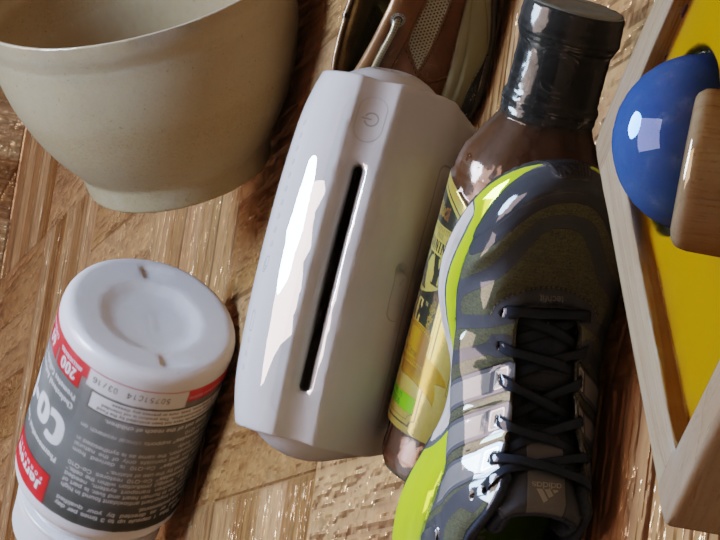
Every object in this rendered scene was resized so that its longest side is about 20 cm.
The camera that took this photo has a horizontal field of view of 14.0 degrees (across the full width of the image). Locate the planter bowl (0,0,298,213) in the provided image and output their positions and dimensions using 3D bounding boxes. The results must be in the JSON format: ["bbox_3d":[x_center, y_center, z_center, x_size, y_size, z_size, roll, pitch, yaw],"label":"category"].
[{"bbox_3d":[-0.126,-0.120,1.814,0.200,0.199,0.135,-107,3,-63],"label":"planter bowl"}]

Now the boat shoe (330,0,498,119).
[{"bbox_3d":[0.030,-0.162,1.347,0.076,0.074,0.201,-139,56,-65],"label":"boat shoe"}]

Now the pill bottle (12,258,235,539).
[{"bbox_3d":[-0.158,0.100,1.883,0.114,0.113,0.200,-95,20,-49],"label":"pill bottle"}]

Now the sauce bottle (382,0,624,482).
[{"bbox_3d":[0.060,-0.009,1.156,0.065,0.064,0.201,-122,45,-71],"label":"sauce bottle"}]

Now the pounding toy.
[{"bbox_3d":[0.125,-0.034,0.721,0.200,0.142,0.185,-94,19,-49],"label":"pounding toy"}]

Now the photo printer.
[{"bbox_3d":[0.000,0.000,1.253,0.200,0.069,0.167,17,-93,-83],"label":"photo printer"}]

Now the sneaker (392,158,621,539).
[{"bbox_3d":[0.065,0.055,1.094,0.081,0.074,0.201,-121,35,-61],"label":"sneaker"}]
